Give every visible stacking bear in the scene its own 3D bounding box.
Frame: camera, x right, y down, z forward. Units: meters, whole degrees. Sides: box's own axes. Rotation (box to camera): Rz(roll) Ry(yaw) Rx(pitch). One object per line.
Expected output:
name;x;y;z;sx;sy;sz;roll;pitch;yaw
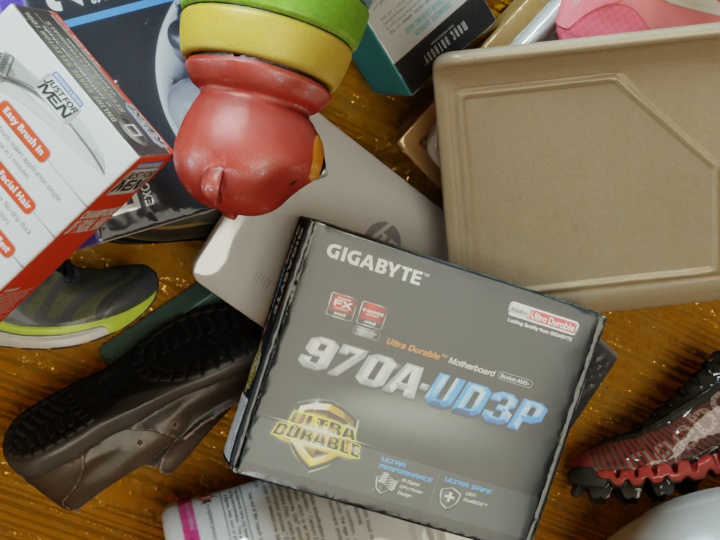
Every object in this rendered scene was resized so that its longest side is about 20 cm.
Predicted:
stacking bear;-0.048;-0.127;0.907;0.113;0.121;0.200;13;84;0

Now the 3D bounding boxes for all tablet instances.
tablet;0.000;0.000;1.042;0.200;0.014;0.130;36;79;-28

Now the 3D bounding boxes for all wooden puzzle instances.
wooden puzzle;0.142;-0.058;1.024;0.185;0.037;0.200;-6;122;1

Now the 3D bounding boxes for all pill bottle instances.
pill bottle;-0.023;0.185;1.089;0.200;0.113;0.114;-14;110;-6

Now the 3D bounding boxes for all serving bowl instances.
serving bowl;0.252;0.203;1.196;0.200;0.200;0.066;-4;63;-19

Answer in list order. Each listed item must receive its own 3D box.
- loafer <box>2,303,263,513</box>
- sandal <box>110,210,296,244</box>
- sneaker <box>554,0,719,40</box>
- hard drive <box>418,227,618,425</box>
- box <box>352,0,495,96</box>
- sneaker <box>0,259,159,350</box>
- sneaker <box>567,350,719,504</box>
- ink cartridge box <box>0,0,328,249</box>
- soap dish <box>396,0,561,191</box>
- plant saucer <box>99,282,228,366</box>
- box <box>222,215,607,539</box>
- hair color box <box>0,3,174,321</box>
loafer;-0.127;0.087;1.049;0.200;0.073;0.071;-26;126;-9
sandal;-0.118;-0.044;1.024;0.200;0.082;0.055;0;88;-19
sneaker;0.209;-0.147;1.039;0.200;0.074;0.087;18;112;-21
hard drive;0.072;0.061;1.134;0.200;0.042;0.135;31;94;-30
box;-0.002;-0.213;1.023;0.082;0.049;0.200;-42;116;-19
sneaker;-0.221;0.002;0.995;0.200;0.074;0.081;-1;105;-17
sneaker;0.245;0.114;1.206;0.200;0.071;0.098;-14;78;3
ink cartridge box;-0.142;-0.120;0.956;0.200;0.043;0.199;-18;91;-15
soap dish;0.134;-0.109;1.094;0.200;0.081;0.157;-47;115;-2
plant saucer;-0.072;0.025;1.092;0.200;0.019;0.070;-35;114;-9
box;0.033;0.071;1.011;0.200;0.046;0.159;18;92;-14
hair color box;-0.214;-0.038;0.909;0.200;0.064;0.111;-41;85;14
